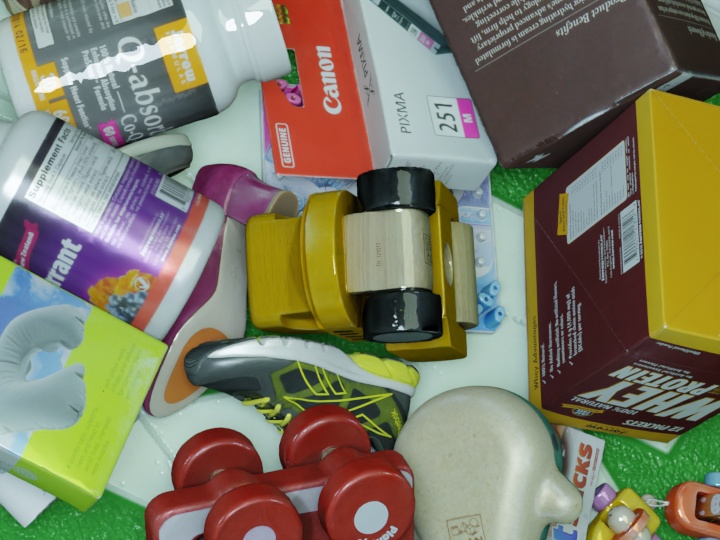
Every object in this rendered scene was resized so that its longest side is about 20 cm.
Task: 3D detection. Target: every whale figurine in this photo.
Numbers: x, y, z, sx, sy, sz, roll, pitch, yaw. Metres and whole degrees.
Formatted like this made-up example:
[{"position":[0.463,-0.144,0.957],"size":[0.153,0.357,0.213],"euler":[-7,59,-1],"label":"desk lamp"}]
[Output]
[{"position":[0.100,0.187,1.324],"size":[0.104,0.158,0.201],"euler":[9,67,-62],"label":"whale figurine"}]

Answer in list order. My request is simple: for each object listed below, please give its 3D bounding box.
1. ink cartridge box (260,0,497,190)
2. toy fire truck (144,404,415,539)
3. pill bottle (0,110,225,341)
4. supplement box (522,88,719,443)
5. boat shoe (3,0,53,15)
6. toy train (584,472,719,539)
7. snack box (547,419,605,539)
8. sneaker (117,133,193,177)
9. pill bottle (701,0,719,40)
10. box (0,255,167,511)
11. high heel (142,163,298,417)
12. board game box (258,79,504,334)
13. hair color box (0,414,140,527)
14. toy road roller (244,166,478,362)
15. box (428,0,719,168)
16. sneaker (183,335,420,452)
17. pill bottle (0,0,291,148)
[{"position":[0.006,-0.161,1.417],"size":[0.172,0.044,0.201],"euler":[3,57,-22],"label":"ink cartridge box"},{"position":[-0.050,0.200,1.246],"size":[0.199,0.112,0.169],"euler":[-10,114,-19],"label":"toy fire truck"},{"position":[-0.203,-0.040,1.208],"size":[0.199,0.111,0.112],"euler":[28,64,-9],"label":"pill bottle"},{"position":[0.232,0.003,1.376],"size":[0.132,0.200,0.198],"euler":[11,63,-21],"label":"supplement box"},{"position":[-0.173,-0.207,1.369],"size":[0.199,0.072,0.073],"euler":[16,64,-15],"label":"boat shoe"},{"position":[0.245,0.240,1.395],"size":[0.149,0.056,0.201],"euler":[21,65,-13],"label":"toy train"},{"position":[0.137,0.215,1.377],"size":[0.072,0.024,0.201],"euler":[21,65,-13],"label":"snack box"},{"position":[-0.193,-0.017,1.305],"size":[0.199,0.075,0.107],"euler":[-31,90,-18],"label":"sneaker"},{"position":[0.283,-0.270,1.550],"size":[0.113,0.113,0.201],"euler":[16,67,-16],"label":"pill bottle"},{"position":[-0.239,0.057,1.151],"size":[0.199,0.048,0.122],"euler":[29,61,-13],"label":"box"},{"position":[-0.129,0.011,1.337],"size":[0.067,0.096,0.201],"euler":[33,80,-50],"label":"high heel"},{"position":[0.019,-0.053,1.421],"size":[0.199,0.026,0.201],"euler":[4,71,-20],"label":"board game box"},{"position":[-0.260,0.068,1.226],"size":[0.099,0.061,0.200],"euler":[-43,91,9],"label":"hair color box"},{"position":[0.000,0.000,1.306],"size":[0.145,0.200,0.124],"euler":[-5,80,15],"label":"toy road roller"},{"position":[0.171,-0.206,1.424],"size":[0.164,0.165,0.201],"euler":[-6,71,-62],"label":"box"},{"position":[-0.039,0.097,1.304],"size":[0.199,0.074,0.085],"euler":[11,80,-32],"label":"sneaker"},{"position":[-0.158,-0.159,1.302],"size":[0.199,0.116,0.117],"euler":[-19,79,-2],"label":"pill bottle"}]
